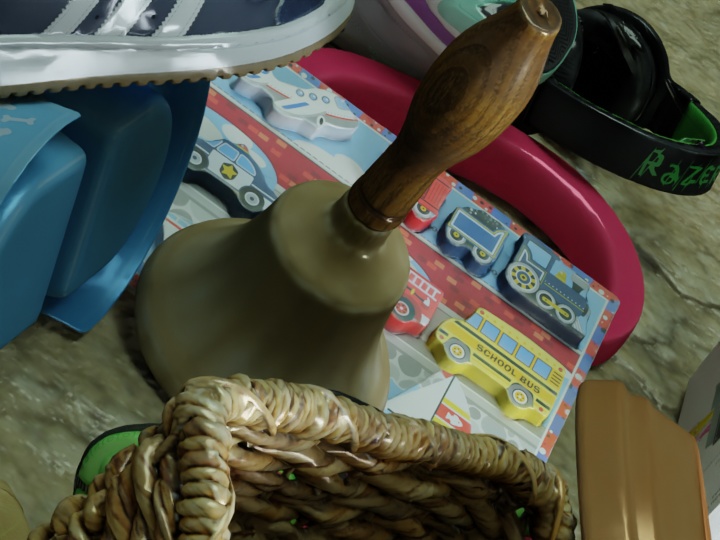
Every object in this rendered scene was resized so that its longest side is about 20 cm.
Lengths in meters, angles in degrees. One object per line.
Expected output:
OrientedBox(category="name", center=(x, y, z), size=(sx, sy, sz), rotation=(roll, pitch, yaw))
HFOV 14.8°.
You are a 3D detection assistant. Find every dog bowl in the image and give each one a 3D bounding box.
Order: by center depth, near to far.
OrientedBox(category="dog bowl", center=(-0.113, -0.023, 0.916), size=(0.049, 0.112, 0.200), rotation=(25, 25, 9))

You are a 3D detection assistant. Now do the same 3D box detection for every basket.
OrientedBox(category="basket", center=(-0.007, 0.133, 0.711), size=(0.200, 0.149, 0.143), rotation=(22, 30, -57))

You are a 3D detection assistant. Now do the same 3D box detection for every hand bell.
OrientedBox(category="hand bell", center=(0.009, -0.027, 0.940), size=(0.104, 0.200, 0.105), rotation=(17, 50, -22))

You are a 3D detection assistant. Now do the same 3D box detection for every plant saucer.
OrientedBox(category="plant saucer", center=(0.097, 0.132, 0.858), size=(0.037, 0.201, 0.201), rotation=(-7, 30, 7))

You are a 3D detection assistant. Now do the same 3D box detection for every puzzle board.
OrientedBox(category="puzzle board", center=(0.000, 0.000, 1.066), size=(0.199, 0.017, 0.151), rotation=(35, 44, -5))

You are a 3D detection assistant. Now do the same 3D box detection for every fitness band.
OrientedBox(category="fitness band", center=(0.041, -0.027, 1.189), size=(0.199, 0.037, 0.144), rotation=(24, 27, -28))

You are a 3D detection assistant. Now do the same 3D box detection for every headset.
OrientedBox(category="headset", center=(0.098, -0.110, 1.316), size=(0.123, 0.094, 0.200), rotation=(4, 28, -48))

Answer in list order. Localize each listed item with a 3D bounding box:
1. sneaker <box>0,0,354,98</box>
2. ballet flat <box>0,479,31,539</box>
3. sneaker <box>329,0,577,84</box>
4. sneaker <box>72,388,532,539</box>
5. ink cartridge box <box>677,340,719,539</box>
OrientedBox(category="sneaker", center=(-0.082, -0.118, 0.875), size=(0.199, 0.109, 0.070), rotation=(-10, 26, -34))
OrientedBox(category="ballet flat", center=(-0.139, 0.107, 0.728), size=(0.063, 0.068, 0.200), rotation=(57, 30, 2))
OrientedBox(category="sneaker", center=(-0.004, -0.158, 1.229), size=(0.078, 0.139, 0.201), rotation=(-39, 108, -39))
OrientedBox(category="sneaker", center=(-0.022, 0.082, 0.917), size=(0.199, 0.077, 0.084), rotation=(14, 18, -44))
OrientedBox(category="ink cartridge box", center=(0.219, 0.080, 1.113), size=(0.146, 0.146, 0.200), rotation=(36, 27, -3))
